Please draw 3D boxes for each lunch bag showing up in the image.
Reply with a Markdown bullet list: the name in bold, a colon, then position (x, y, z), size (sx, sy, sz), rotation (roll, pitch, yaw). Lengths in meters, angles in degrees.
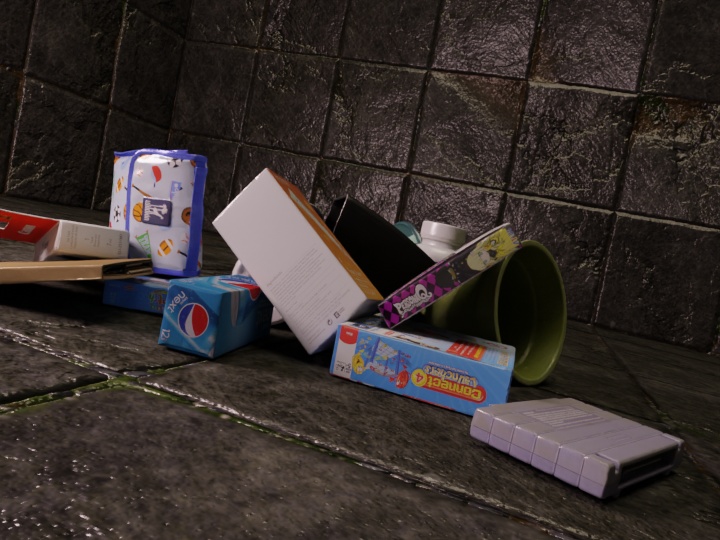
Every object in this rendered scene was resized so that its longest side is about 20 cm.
- **lunch bag**: position (-0.292, -0.086, 0.887), size (0.121, 0.177, 0.196), rotation (2, 6, -45)

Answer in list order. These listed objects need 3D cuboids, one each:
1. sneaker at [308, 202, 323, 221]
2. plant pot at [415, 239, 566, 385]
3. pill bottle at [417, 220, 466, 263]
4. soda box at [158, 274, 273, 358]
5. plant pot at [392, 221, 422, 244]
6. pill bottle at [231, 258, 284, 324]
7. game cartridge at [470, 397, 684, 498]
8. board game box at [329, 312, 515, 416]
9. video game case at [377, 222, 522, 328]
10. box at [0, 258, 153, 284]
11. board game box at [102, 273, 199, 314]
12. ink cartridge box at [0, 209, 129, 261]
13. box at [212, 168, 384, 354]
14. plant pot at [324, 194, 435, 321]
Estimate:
- **sneaker**: position (-0.086, -0.065, 0.965), size (0.082, 0.077, 0.199), rotation (22, 10, 15)
- **plant pot**: position (0.188, 0.065, 0.935), size (0.196, 0.208, 0.187), rotation (9, -9, -41)
- **pill bottle**: position (0.131, 0.021, 1.083), size (0.108, 0.208, 0.112), rotation (11, 3, -1)
- **soda box**: position (-0.156, 0.047, 0.700), size (0.062, 0.070, 0.200), rotation (12, 3, 7)
- **plant pot**: position (0.000, 0.000, 1.197), size (0.190, 0.208, 0.199), rotation (2, 7, -25)
- **pill bottle**: position (-0.143, 0.011, 0.950), size (0.110, 0.118, 0.200), rotation (11, 3, -10)
- **game cartridge**: position (0.200, 0.154, 0.550), size (0.127, 0.040, 0.196), rotation (10, 0, 44)
- **board game box**: position (0.084, 0.106, 0.719), size (0.189, 0.058, 0.199), rotation (14, 3, 16)
- **video game case**: position (0.111, 0.004, 0.773), size (0.178, 0.037, 0.200), rotation (-32, -3, 7)
- **box**: position (-0.365, 0.001, 0.710), size (0.192, 0.022, 0.164), rotation (-1, 4, -1)
- **board game box**: position (-0.261, 0.031, 0.860), size (0.146, 0.038, 0.200), rotation (11, 4, -8)
- **ink cartridge box**: position (-0.430, -0.033, 0.830), size (0.169, 0.045, 0.197), rotation (9, -12, -36)
- **box**: position (-0.073, -0.009, 0.758), size (0.202, 0.097, 0.124), rotation (51, 7, 10)
- **plant pot**: position (0.006, 0.014, 0.967), size (0.173, 0.205, 0.200), rotation (23, 1, -11)
